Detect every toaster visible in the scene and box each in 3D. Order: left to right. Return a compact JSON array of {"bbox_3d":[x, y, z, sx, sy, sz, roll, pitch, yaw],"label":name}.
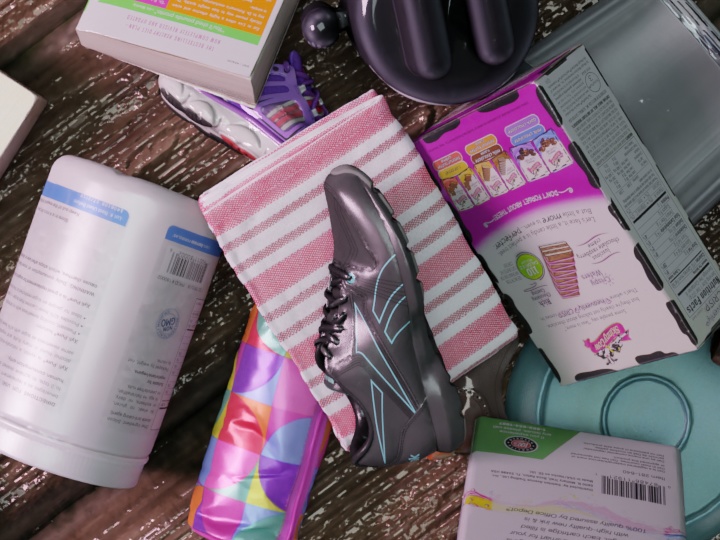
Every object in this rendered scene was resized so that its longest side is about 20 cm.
[{"bbox_3d":[0.200,-0.104,1.104,0.129,0.114,0.200,-40,87,-2],"label":"toaster"}]

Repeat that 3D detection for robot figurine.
[{"bbox_3d":[0.049,-0.180,1.063,0.149,0.200,0.126,25,101,-12],"label":"robot figurine"}]

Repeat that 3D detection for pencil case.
[{"bbox_3d":[-0.057,0.098,1.119,0.088,0.088,0.202,17,92,1],"label":"pencil case"}]

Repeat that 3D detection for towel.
[{"bbox_3d":[0.000,0.000,1.070,0.146,0.030,0.201,-32,100,-5],"label":"towel"}]

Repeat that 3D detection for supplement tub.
[{"bbox_3d":[-0.180,0.034,1.100,0.131,0.132,0.201,21,90,1],"label":"supplement tub"}]

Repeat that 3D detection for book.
[{"bbox_3d":[-0.100,-0.229,1.115,0.133,0.048,0.201,19,72,7],"label":"book"}]

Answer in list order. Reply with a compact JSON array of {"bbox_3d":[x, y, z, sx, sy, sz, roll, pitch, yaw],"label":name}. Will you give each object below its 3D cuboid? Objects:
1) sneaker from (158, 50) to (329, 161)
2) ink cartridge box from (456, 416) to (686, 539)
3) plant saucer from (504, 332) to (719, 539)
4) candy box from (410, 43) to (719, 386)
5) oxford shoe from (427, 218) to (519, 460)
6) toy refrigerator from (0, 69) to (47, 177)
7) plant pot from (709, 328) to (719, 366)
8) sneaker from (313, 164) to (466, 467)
[{"bbox_3d":[-0.047,-0.106,1.128,0.199,0.081,0.084,35,84,2],"label":"sneaker"},{"bbox_3d":[0.132,0.191,1.028,0.143,0.200,0.085,8,119,5],"label":"ink cartridge box"},{"bbox_3d":[0.203,0.106,1.144,0.198,0.027,0.202,0,89,1],"label":"plant saucer"},{"bbox_3d":[0.139,-0.032,1.049,0.061,0.136,0.201,-38,100,-35],"label":"candy box"},{"bbox_3d":[0.072,0.030,1.132,0.072,0.071,0.202,-5,97,-8],"label":"oxford shoe"},{"bbox_3d":[-0.309,-0.058,1.136,0.076,0.070,0.201,32,91,-5],"label":"toy refrigerator"},{"bbox_3d":[0.353,0.032,1.066,0.197,0.200,0.202,25,90,8],"label":"plant pot"},{"bbox_3d":[0.006,0.033,1.022,0.079,0.075,0.202,-19,98,-6],"label":"sneaker"}]
